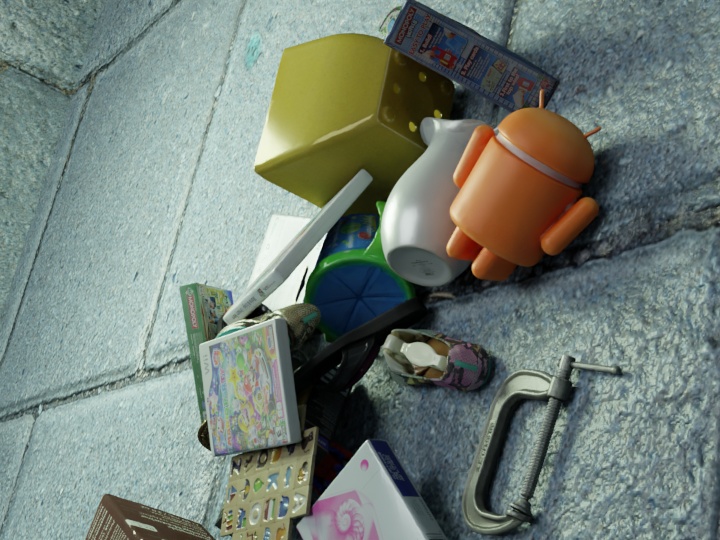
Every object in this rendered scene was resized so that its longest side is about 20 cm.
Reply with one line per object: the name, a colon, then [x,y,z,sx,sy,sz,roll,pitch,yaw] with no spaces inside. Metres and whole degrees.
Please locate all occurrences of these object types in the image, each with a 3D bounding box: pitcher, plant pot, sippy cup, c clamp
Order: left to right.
sippy cup: [0.000,0.000,1.589,0.177,0.140,0.131,-27,32,21]
plant pot: [0.010,-0.195,1.653,0.199,0.195,0.196,-16,55,49]
pitcher: [0.115,-0.089,1.469,0.171,0.121,0.201,-9,49,41]
c clamp: [0.163,0.172,1.256,0.171,0.027,0.201,13,80,63]

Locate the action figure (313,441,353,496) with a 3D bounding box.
action figure: [-0.024,0.252,1.512,0.066,0.051,0.200,-59,22,2]

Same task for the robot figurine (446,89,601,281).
robot figurine: [0.173,-0.085,1.346,0.201,0.116,0.144,-60,22,15]

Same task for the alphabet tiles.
alphabet tiles: [-0.108,0.250,1.484,0.200,0.006,0.168,-27,50,51]

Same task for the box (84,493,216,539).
box: [-0.283,0.427,1.717,0.200,0.165,0.165,18,84,63]

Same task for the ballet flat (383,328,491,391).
ballet flat: [0.069,0.097,1.438,0.200,0.071,0.070,4,73,62]

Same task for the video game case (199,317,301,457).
video game case: [-0.136,0.144,1.525,0.199,0.018,0.145,-20,76,55]

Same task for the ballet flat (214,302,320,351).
ballet flat: [-0.109,0.079,1.568,0.075,0.068,0.200,-29,4,-35]

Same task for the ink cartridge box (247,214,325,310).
ink cartridge box: [-0.102,0.021,1.825,0.200,0.043,0.198,10,80,60]

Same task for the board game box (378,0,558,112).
board game box: [0.105,-0.268,1.515,0.062,0.199,0.200,-60,28,13]

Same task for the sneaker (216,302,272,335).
sneaker: [-0.139,0.133,1.703,0.112,0.077,0.202,-40,67,61]

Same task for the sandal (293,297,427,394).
sandal: [-0.004,0.102,1.510,0.200,0.075,0.048,-32,72,4]

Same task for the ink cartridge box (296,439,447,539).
ink cartridge box: [0.008,0.319,1.345,0.200,0.043,0.197,-53,50,23]

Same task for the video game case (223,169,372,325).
video game case: [-0.080,-0.026,1.609,0.200,0.024,0.182,-50,6,-33]

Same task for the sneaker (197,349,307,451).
sneaker: [-0.132,0.166,1.642,0.200,0.067,0.090,-38,16,43]

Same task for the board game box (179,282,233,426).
board game box: [-0.201,0.123,1.777,0.029,0.134,0.202,-13,82,14]

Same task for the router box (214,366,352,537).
router box: [-0.094,0.227,1.594,0.200,0.052,0.158,-51,9,30]
